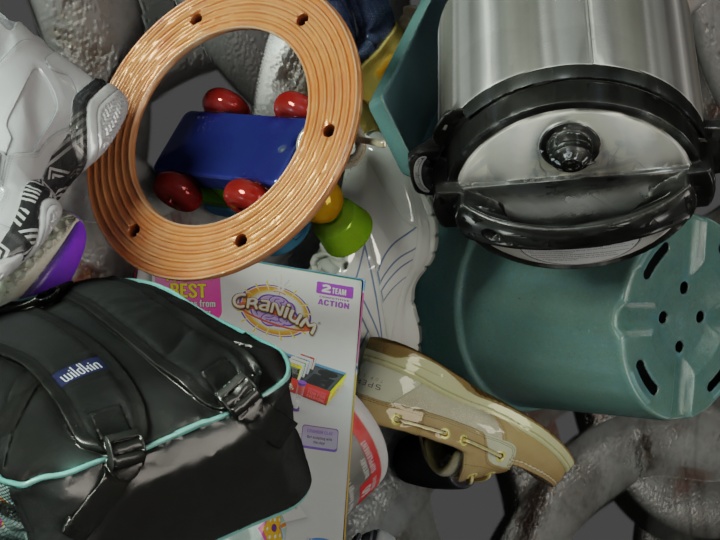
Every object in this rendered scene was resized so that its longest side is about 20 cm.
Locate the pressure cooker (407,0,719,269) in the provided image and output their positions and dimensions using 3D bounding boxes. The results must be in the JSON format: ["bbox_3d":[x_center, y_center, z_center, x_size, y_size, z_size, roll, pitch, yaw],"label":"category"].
[{"bbox_3d":[0.132,-0.097,1.083,0.178,0.176,0.200,26,45,-29],"label":"pressure cooker"}]

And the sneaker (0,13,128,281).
[{"bbox_3d":[-0.220,-0.069,0.963,0.115,0.075,0.200,42,44,-16],"label":"sneaker"}]

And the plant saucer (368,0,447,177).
[{"bbox_3d":[0.049,-0.143,1.166,0.070,0.019,0.200,62,33,-29],"label":"plant saucer"}]

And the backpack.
[{"bbox_3d":[-0.140,0.092,0.916,0.176,0.200,0.154,-25,129,-27],"label":"backpack"}]

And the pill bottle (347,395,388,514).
[{"bbox_3d":[-0.085,0.157,1.109,0.200,0.114,0.114,-41,120,-30],"label":"pill bottle"}]

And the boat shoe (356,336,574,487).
[{"bbox_3d":[0.069,0.115,1.198,0.200,0.074,0.067,31,81,-30],"label":"boat shoe"}]

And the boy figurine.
[{"bbox_3d":[0.016,-0.132,1.194,0.124,0.064,0.200,-48,121,-37],"label":"boy figurine"}]

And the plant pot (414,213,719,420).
[{"bbox_3d":[0.170,0.025,1.261,0.200,0.196,0.201,-7,100,-41],"label":"plant pot"}]

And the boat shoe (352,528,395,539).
[{"bbox_3d":[-0.048,0.237,1.151,0.091,0.071,0.200,29,45,4],"label":"boat shoe"}]

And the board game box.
[{"bbox_3d":[-0.080,0.088,1.057,0.153,0.040,0.200,10,60,-9],"label":"board game box"}]

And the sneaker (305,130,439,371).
[{"bbox_3d":[0.000,0.000,1.171,0.087,0.074,0.200,-14,121,-30],"label":"sneaker"}]

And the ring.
[{"bbox_3d":[-0.083,-0.086,1.029,0.019,0.200,0.201,33,73,-53],"label":"ring"}]

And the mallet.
[{"bbox_3d":[0.033,0.069,1.259,0.041,0.066,0.200,-20,94,-39],"label":"mallet"}]

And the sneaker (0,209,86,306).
[{"bbox_3d":[-0.218,0.059,1.019,0.200,0.069,0.100,-58,134,-15],"label":"sneaker"}]

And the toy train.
[{"bbox_3d":[-0.030,-0.049,1.078,0.116,0.200,0.085,45,64,-40],"label":"toy train"}]
